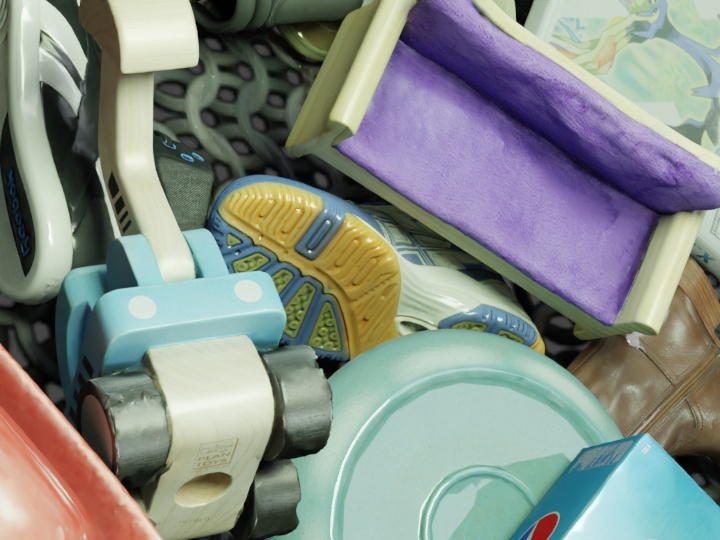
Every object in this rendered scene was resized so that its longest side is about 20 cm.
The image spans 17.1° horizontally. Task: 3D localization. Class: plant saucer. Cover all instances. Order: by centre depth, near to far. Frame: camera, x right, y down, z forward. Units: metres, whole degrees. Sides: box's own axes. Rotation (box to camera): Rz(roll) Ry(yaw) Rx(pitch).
[{"bbox_3d":[0.054,0.125,1.119,0.200,0.027,0.200,5,78,-23],"label":"plant saucer"}]

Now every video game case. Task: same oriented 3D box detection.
[{"bbox_3d":[0.171,-0.118,1.270,0.182,0.022,0.200,37,58,-24],"label":"video game case"}]

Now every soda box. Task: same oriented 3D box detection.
[{"bbox_3d":[0.080,0.168,1.064,0.068,0.064,0.200,45,67,-9],"label":"soda box"}]

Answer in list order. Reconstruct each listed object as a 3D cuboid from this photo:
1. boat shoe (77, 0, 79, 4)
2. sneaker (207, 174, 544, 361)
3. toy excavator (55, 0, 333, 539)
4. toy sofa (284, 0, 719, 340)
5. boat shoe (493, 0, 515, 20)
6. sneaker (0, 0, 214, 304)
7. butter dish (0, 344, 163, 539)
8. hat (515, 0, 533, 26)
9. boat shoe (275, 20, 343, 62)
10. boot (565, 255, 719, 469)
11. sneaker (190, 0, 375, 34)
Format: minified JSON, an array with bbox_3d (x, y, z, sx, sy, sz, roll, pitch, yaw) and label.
[{"bbox_3d":[-0.173,-0.198,1.176,0.200,0.069,0.072,45,44,-6],"label":"boat shoe"},{"bbox_3d":[0.000,0.000,1.187,0.200,0.075,0.088,31,24,-33],"label":"sneaker"},{"bbox_3d":[-0.091,0.001,1.035,0.100,0.195,0.200,-9,55,-24],"label":"toy excavator"},{"bbox_3d":[0.074,-0.051,1.139,0.200,0.098,0.083,33,69,-21],"label":"toy sofa"},{"bbox_3d":[0.045,-0.105,1.225,0.072,0.068,0.200,-23,97,-35],"label":"boat shoe"},{"bbox_3d":[-0.130,-0.075,1.136,0.112,0.073,0.200,5,68,-40],"label":"sneaker"},{"bbox_3d":[-0.187,0.101,0.880,0.199,0.148,0.200,-41,90,-18],"label":"butter dish"},{"bbox_3d":[0.164,-0.110,1.338,0.200,0.081,0.201,5,73,-19],"label":"hat"},{"bbox_3d":[0.029,-0.173,1.321,0.201,0.063,0.073,-25,80,-43],"label":"boat shoe"},{"bbox_3d":[0.143,0.115,1.228,0.186,0.064,0.200,55,52,-18],"label":"boot"},{"bbox_3d":[-0.081,-0.199,1.236,0.099,0.071,0.200,-19,60,-38],"label":"sneaker"}]
